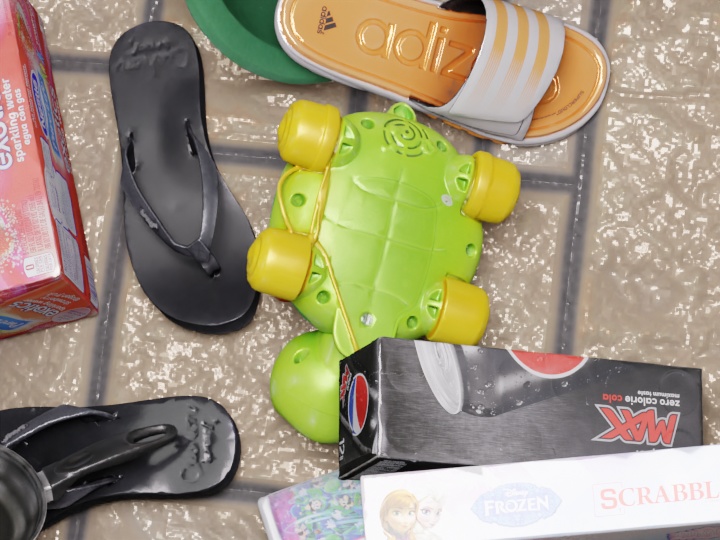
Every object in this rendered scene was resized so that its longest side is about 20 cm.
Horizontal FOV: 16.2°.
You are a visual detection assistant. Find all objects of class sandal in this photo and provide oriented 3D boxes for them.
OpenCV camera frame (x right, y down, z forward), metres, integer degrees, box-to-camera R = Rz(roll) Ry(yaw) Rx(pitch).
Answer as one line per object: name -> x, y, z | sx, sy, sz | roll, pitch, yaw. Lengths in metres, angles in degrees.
sandal -> 0.052, -0.124, 1.464 | 0.205, 0.059, 0.080 | 12, 86, -14
sandal -> -0.171, 0.109, 1.466 | 0.198, 0.043, 0.077 | -14, 75, 4
sandal -> -0.114, -0.056, 1.508 | 0.076, 0.043, 0.202 | -18, 74, 3

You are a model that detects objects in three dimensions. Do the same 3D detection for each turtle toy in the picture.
turtle toy -> 0.000, 0.000, 1.448 | 0.145, 0.101, 0.202 | 17, 80, -13

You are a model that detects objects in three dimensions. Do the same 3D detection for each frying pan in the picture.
frying pan -> -0.207, 0.119, 1.420 | 0.115, 0.031, 0.190 | 30, 45, 27

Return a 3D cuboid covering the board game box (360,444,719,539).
board game box -> 0.108, 0.133, 1.325 | 0.198, 0.200, 0.042 | -6, 76, 6

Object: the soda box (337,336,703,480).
soda box -> 0.089, 0.083, 1.391 | 0.198, 0.063, 0.071 | 6, 75, -21

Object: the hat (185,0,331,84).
hat -> -0.053, -0.221, 1.554 | 0.165, 0.176, 0.201 | 20, 91, -22

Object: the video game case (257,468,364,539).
video game case -> 0.055, 0.194, 1.432 | 0.181, 0.024, 0.201 | -20, 75, 3

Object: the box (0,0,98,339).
box -> -0.227, -0.066, 1.498 | 0.095, 0.100, 0.202 | -14, 75, 4
